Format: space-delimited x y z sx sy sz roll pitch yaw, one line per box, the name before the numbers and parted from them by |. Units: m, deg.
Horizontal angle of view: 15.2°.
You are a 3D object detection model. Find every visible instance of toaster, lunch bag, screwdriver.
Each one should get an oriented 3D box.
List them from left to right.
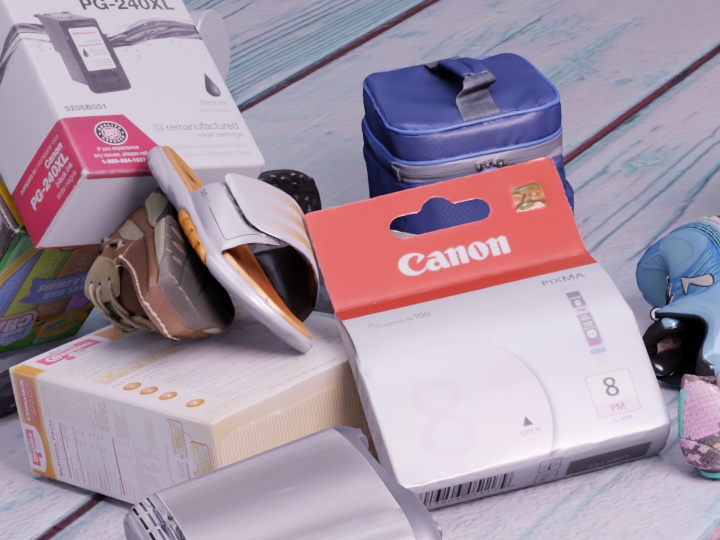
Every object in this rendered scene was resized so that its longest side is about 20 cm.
screwdriver | -0.182 0.051 1.807 0.028 0.029 0.200 8 30 43
toaster | -0.036 0.152 1.302 0.128 0.114 0.200 -16 21 -12
lunch bag | 0.075 -0.085 1.935 0.135 0.133 0.200 -12 17 -7

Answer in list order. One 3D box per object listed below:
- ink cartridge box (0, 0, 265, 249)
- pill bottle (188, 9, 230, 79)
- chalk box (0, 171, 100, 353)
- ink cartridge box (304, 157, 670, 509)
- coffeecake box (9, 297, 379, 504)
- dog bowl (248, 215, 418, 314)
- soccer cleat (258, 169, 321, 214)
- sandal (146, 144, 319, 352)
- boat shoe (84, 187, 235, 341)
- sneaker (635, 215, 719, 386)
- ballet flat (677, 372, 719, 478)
ink cartridge box | -0.174 -0.119 1.764 0.145 0.083 0.201 -5 56 -38
pill bottle | -0.224 -0.196 2.472 0.199 0.105 0.104 -2 19 21
chalk box | -0.247 -0.023 1.843 0.123 0.125 0.200 -13 -27 -40
ink cartridge box | 0.069 0.028 1.535 0.162 0.201 0.057 -13 -22 -11
coffeecake box | -0.087 0.080 1.608 0.153 0.074 0.199 -23 23 -37
dog bowl | 0.000 0.000 1.724 0.199 0.059 0.200 9 0 0
soccer cleat | -0.106 -0.024 1.955 0.073 0.069 0.200 -4 18 41
sandal | -0.070 -0.032 1.602 0.059 0.079 0.207 -42 41 5
boat shoe | -0.125 0.009 1.628 0.074 0.076 0.200 -33 12 3
sneaker | 0.202 0.024 1.629 0.089 0.079 0.200 -16 19 -10
ballet flat | 0.268 0.059 1.496 0.199 0.072 0.069 -13 17 -12
